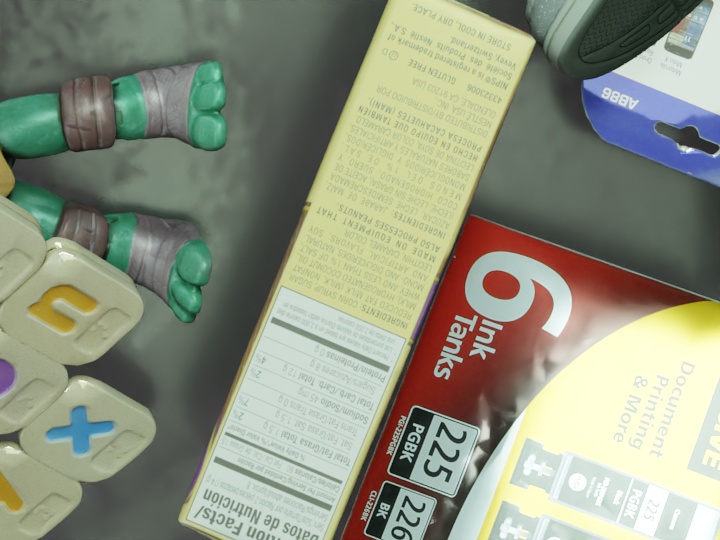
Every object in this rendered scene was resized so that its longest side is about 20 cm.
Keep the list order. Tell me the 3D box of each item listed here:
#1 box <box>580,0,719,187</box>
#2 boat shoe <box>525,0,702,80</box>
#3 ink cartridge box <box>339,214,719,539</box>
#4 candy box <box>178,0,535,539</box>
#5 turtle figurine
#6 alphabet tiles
[{"bbox_3d":[0.153,-0.134,0.835,0.118,0.041,0.201,21,97,-8],"label":"box"},{"bbox_3d":[0.115,-0.162,0.779,0.065,0.074,0.203,33,98,29],"label":"boat shoe"},{"bbox_3d":[0.085,0.108,0.784,0.174,0.084,0.201,19,76,11],"label":"ink cartridge box"},{"bbox_3d":[0.000,0.000,0.797,0.056,0.117,0.201,23,96,-1],"label":"candy box"},{"bbox_3d":[-0.152,-0.033,0.786,0.198,0.101,0.150,-1,132,-18],"label":"turtle figurine"},{"bbox_3d":[-0.174,0.051,0.780,0.200,0.015,0.195,-41,135,16],"label":"alphabet tiles"}]
